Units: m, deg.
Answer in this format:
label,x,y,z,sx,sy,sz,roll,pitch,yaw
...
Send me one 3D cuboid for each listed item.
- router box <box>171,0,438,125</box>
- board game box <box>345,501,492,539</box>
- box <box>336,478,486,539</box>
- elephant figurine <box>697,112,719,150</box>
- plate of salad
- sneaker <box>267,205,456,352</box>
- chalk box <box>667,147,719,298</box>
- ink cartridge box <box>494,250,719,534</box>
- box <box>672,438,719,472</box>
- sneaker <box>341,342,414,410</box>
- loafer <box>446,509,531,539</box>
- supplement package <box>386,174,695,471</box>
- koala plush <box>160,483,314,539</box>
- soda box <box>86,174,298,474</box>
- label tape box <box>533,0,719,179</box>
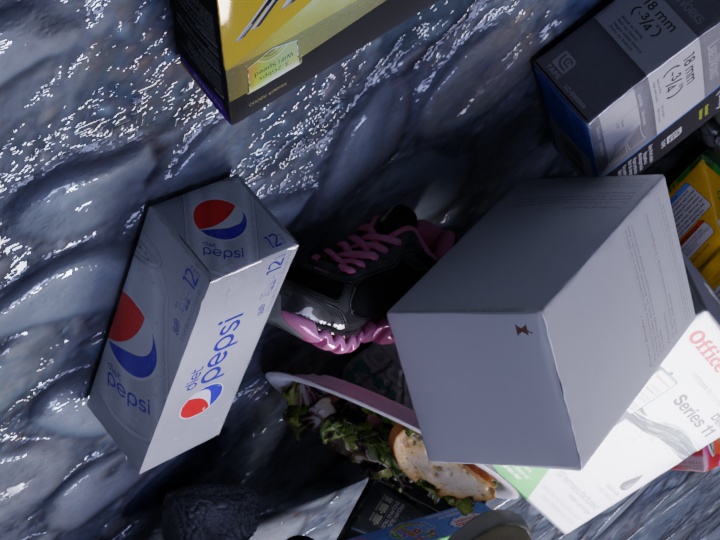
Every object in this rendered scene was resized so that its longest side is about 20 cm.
label,x,y,z,sx,sy,sz,roll,pitch,yaw
router box,-0.001,-0.178,0.947,0.200,0.052,0.157,-33,157,-15
board game box,0.029,0.280,1.419,0.151,0.037,0.200,-11,118,-37
box,0.047,0.192,1.580,0.164,0.086,0.200,-58,177,-46
elephant figurine,0.349,-0.093,1.453,0.155,0.200,0.142,-38,157,-4
plate of salad,0.018,0.126,1.365,0.048,0.200,0.200,-64,160,-11
sneaker,0.000,0.000,1.261,0.200,0.079,0.095,-1,114,-58
chalk box,0.300,-0.025,1.580,0.124,0.124,0.200,-50,173,19
ink cartridge box,0.190,0.089,1.433,0.200,0.083,0.147,-35,134,12
box,0.234,0.110,1.652,0.200,0.100,0.095,0,-171,44
sneaker,0.052,0.058,1.447,0.091,0.078,0.200,-27,156,-37
loafer,0.048,0.252,1.331,0.200,0.070,0.075,-47,132,8
supplement package,0.125,0.030,1.275,0.200,0.117,0.117,-42,124,-48
koala plush,-0.053,0.270,1.471,0.200,0.184,0.177,-3,143,-28
soda box,-0.106,0.036,1.167,0.068,0.063,0.200,-25,154,-35
label tape box,0.221,-0.153,1.322,0.200,0.063,0.144,-38,158,-3
